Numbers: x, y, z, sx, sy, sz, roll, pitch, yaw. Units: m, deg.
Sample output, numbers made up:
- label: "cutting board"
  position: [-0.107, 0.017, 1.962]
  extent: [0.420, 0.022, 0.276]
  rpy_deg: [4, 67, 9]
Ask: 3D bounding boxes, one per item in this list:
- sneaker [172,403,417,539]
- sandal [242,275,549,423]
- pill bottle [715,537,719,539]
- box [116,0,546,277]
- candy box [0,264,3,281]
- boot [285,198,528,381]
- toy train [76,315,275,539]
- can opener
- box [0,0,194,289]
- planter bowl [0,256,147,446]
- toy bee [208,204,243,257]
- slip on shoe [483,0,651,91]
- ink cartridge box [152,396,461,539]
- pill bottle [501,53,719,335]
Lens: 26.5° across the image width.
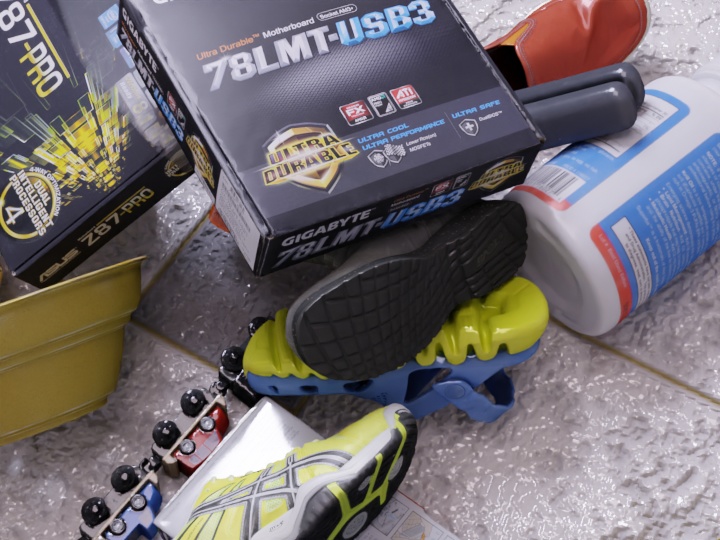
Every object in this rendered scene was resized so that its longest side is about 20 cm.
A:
- label: "sneaker"
  position: [-0.051, 0.137, 0.881]
  extent: [0.199, 0.076, 0.076]
  rpy_deg: [-38, 61, -18]
- label: "sandal"
  position: [0.023, 0.063, 0.974]
  extent: [0.197, 0.088, 0.080]
  rpy_deg: [-3, 36, 10]
- label: "pill bottle"
  position: [0.195, 0.216, 0.833]
  extent: [0.199, 0.115, 0.115]
  rpy_deg: [-30, 58, -13]
- label: "box"
  position: [-0.020, -0.114, 0.936]
  extent: [0.198, 0.050, 0.200]
  rpy_deg: [-20, 65, -24]
- label: "candy box"
  position: [-0.346, -0.045, 1.073]
  extent: [0.116, 0.057, 0.201]
  rpy_deg: [-16, 60, -35]
- label: "boot"
  position: [0.000, 0.000, 0.951]
  extent: [0.130, 0.068, 0.199]
  rpy_deg: [15, 33, 43]
- label: "toy train"
  position: [-0.109, 0.111, 0.991]
  extent: [0.046, 0.034, 0.200]
  rpy_deg: [36, 67, 13]
- label: "can opener"
  position: [0.085, -0.109, 1.009]
  extent: [0.198, 0.067, 0.053]
  rpy_deg: [-12, 28, 31]
- label: "box"
  position: [-0.204, -0.114, 1.031]
  extent: [0.160, 0.049, 0.201]
  rpy_deg: [-35, 67, 7]
- label: "planter bowl"
  position: [-0.217, 0.062, 0.978]
  extent: [0.198, 0.200, 0.084]
  rpy_deg: [-19, 92, -5]
- label: "toy bee"
  position: [-0.040, -0.077, 1.061]
  extent: [0.108, 0.131, 0.201]
  rpy_deg: [20, 47, -9]
- label: "slip on shoe"
  position: [0.122, -0.147, 1.097]
  extent: [0.198, 0.075, 0.061]
  rpy_deg: [-25, 13, -5]
- label: "ink cartridge box"
  position: [-0.016, 0.176, 0.926]
  extent: [0.199, 0.051, 0.109]
  rpy_deg: [33, 66, 24]
- label: "pill bottle"
  position: [0.196, -0.057, 1.014]
  extent: [0.199, 0.113, 0.112]
  rpy_deg: [-36, 60, -16]
